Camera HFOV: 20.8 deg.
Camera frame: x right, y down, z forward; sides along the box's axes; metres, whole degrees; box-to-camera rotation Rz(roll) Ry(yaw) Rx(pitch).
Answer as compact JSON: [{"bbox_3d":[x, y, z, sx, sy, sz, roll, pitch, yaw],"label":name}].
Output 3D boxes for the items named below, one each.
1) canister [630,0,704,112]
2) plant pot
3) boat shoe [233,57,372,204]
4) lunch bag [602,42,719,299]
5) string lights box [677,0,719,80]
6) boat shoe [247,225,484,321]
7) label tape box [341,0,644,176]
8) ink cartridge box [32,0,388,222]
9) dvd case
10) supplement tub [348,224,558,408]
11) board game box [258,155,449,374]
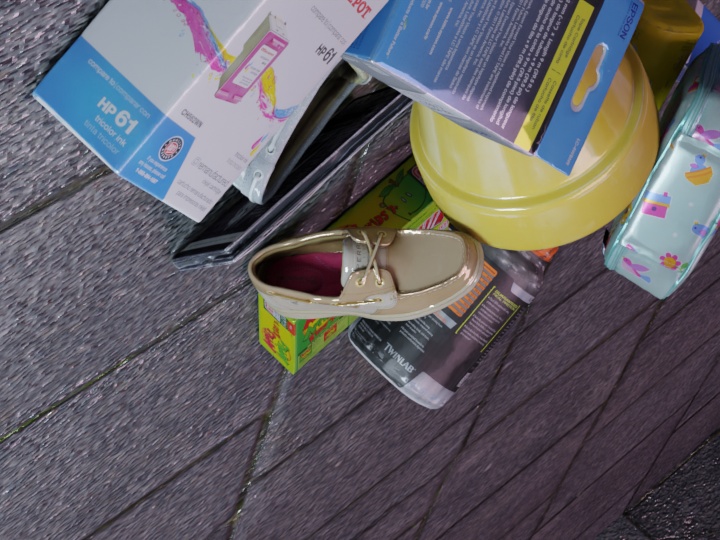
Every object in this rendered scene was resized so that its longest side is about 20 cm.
[{"bbox_3d":[0.204,-0.169,1.716,0.086,0.149,0.201,-3,133,-36],"label":"canister"},{"bbox_3d":[0.122,-0.148,1.540,0.201,0.200,0.189,-45,145,-9],"label":"plant pot"},{"bbox_3d":[-0.025,-0.134,1.405,0.202,0.065,0.075,-44,161,-12],"label":"boat shoe"},{"bbox_3d":[0.275,-0.085,1.654,0.161,0.077,0.201,-64,180,-60],"label":"lunch bag"},{"bbox_3d":[0.283,-0.219,1.847,0.200,0.102,0.060,10,95,-69],"label":"string lights box"},{"bbox_3d":[0.000,0.000,1.586,0.198,0.075,0.069,-9,159,23],"label":"boat shoe"},{"bbox_3d":[0.093,-0.174,1.386,0.199,0.066,0.144,26,88,-36],"label":"label tape box"},{"bbox_3d":[-0.087,-0.144,1.219,0.200,0.085,0.144,-50,161,2],"label":"ink cartridge box"},{"bbox_3d":[-0.046,-0.070,1.451,0.200,0.016,0.148,-42,-168,-17],"label":"dvd case"},{"bbox_3d":[0.091,0.023,1.883,0.200,0.122,0.122,-49,161,6],"label":"supplement tub"},{"bbox_3d":[-0.004,-0.007,1.729,0.200,0.048,0.102,-41,160,-21],"label":"board game box"}]
